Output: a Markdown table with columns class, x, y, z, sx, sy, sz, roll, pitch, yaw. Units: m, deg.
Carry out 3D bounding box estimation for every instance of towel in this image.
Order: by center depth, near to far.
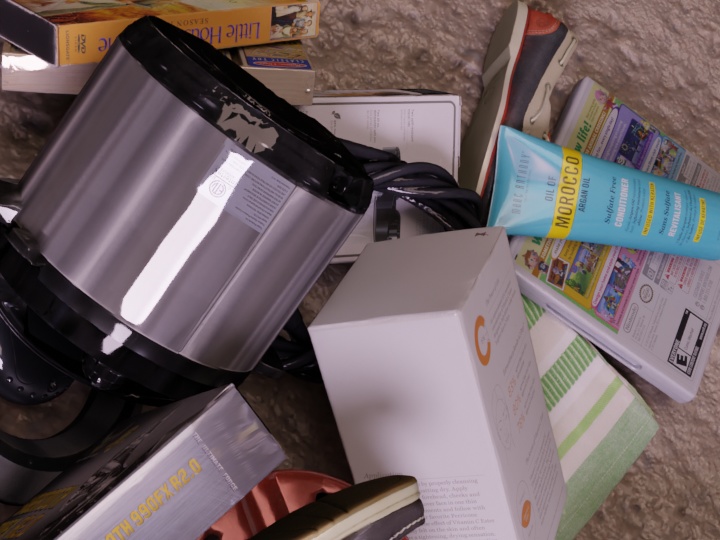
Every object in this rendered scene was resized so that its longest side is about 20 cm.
| class | x | y | z | sx | sy | sz | roll | pitch | yaw |
| --- | --- | --- | --- | --- | --- | --- | --- | --- | --- |
| towel | 0.111 | 0.088 | 1.023 | 0.200 | 0.023 | 0.153 | 47 | 62 | -1 |

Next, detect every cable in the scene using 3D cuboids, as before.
| class | x | y | z | sx | sy | sz | roll | pitch | yaw |
| --- | --- | --- | --- | --- | --- | --- | --- | --- | --- |
| cable | 0.000 | 0.000 | 0.941 | 0.199 | 0.051 | 0.164 | 15 | 96 | -26 |

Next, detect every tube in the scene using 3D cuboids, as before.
| class | x | y | z | sx | sy | sz | roll | pitch | yaw |
| --- | --- | --- | --- | --- | --- | --- | --- | --- | --- |
| tube | 0.184 | -0.049 | 1.044 | 0.199 | 0.050 | 0.078 | 10 | 82 | -21 |

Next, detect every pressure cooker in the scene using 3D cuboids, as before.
| class | x | y | z | sx | sy | sz | roll | pitch | yaw |
| --- | --- | --- | --- | --- | --- | --- | --- | --- | --- |
| pressure cooker | -0.112 | -0.021 | 0.804 | 0.176 | 0.178 | 0.201 | 38 | 99 | 18 |

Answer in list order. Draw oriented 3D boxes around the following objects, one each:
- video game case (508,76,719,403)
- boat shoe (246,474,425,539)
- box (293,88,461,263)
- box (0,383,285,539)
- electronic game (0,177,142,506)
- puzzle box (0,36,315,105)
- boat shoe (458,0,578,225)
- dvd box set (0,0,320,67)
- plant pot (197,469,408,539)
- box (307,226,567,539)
| class | x | y | z | sx | sy | sz | roll | pitch | yaw |
| --- | --- | --- | --- | --- | --- | --- | --- | --- | --- |
| video game case | 0.209 | -0.027 | 1.088 | 0.182 | 0.022 | 0.201 | 34 | 58 | -11 |
| boat shoe | -0.047 | 0.168 | 0.688 | 0.200 | 0.072 | 0.066 | -27 | 92 | -26 |
| box | -0.031 | -0.065 | 0.976 | 0.199 | 0.060 | 0.118 | -5 | 102 | -22 |
| box | -0.142 | 0.136 | 0.742 | 0.158 | 0.200 | 0.048 | -41 | 98 | -26 |
| electronic game | -0.204 | 0.042 | 0.862 | 0.200 | 0.041 | 0.202 | 23 | 61 | -50 |
| puzzle box | -0.136 | -0.146 | 0.945 | 0.198 | 0.133 | 0.026 | 1 | 115 | -12 |
| boat shoe | 0.119 | -0.116 | 1.076 | 0.062 | 0.071 | 0.201 | 25 | 60 | -14 |
| dvd box set | -0.147 | -0.177 | 0.940 | 0.199 | 0.146 | 0.030 | -13 | 121 | -37 |
| plant pot | -0.062 | 0.207 | 0.814 | 0.199 | 0.195 | 0.202 | 7 | 69 | -19 |
| box | 0.054 | 0.092 | 0.883 | 0.124 | 0.097 | 0.201 | -54 | 133 | -59 |
